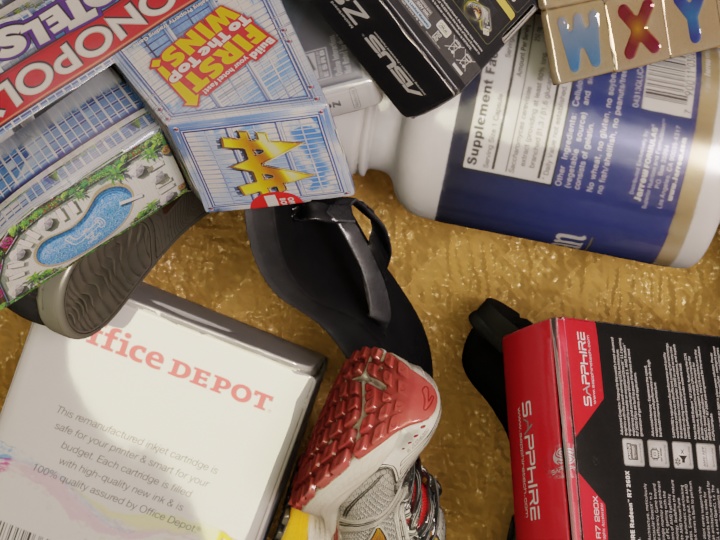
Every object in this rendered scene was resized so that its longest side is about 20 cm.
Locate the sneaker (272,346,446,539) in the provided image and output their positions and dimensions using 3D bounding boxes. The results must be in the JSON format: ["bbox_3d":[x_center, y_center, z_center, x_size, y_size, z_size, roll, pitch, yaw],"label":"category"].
[{"bbox_3d":[0.010,0.104,0.743,0.082,0.200,0.078,19,58,-2],"label":"sneaker"}]

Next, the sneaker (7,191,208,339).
[{"bbox_3d":[-0.127,-0.062,0.754,0.106,0.075,0.200,22,51,23],"label":"sneaker"}]

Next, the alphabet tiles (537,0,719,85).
[{"bbox_3d":[0.155,-0.187,0.703,0.199,0.008,0.168,-16,101,-28],"label":"alphabet tiles"}]

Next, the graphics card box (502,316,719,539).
[{"bbox_3d":[0.160,0.094,0.722,0.199,0.051,0.126,6,72,-31],"label":"graphics card box"}]

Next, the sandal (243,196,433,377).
[{"bbox_3d":[0.000,0.000,0.735,0.043,0.200,0.076,-11,54,22],"label":"sandal"}]

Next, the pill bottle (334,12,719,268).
[{"bbox_3d":[0.079,-0.073,0.750,0.199,0.111,0.112,12,95,3],"label":"pill bottle"}]

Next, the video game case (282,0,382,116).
[{"bbox_3d":[-0.093,-0.138,0.740,0.181,0.023,0.201,-14,55,4],"label":"video game case"}]

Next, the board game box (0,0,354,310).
[{"bbox_3d":[-0.102,-0.083,0.655,0.200,0.062,0.200,-34,55,-10],"label":"board game box"}]

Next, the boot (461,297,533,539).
[{"bbox_3d":[0.084,0.137,0.781,0.158,0.079,0.211,-40,92,5],"label":"boot"}]

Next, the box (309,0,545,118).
[{"bbox_3d":[0.015,-0.194,0.671,0.200,0.049,0.161,48,62,-13],"label":"box"}]

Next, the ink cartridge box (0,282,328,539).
[{"bbox_3d":[-0.118,0.115,0.788,0.147,0.086,0.201,22,94,2],"label":"ink cartridge box"}]
